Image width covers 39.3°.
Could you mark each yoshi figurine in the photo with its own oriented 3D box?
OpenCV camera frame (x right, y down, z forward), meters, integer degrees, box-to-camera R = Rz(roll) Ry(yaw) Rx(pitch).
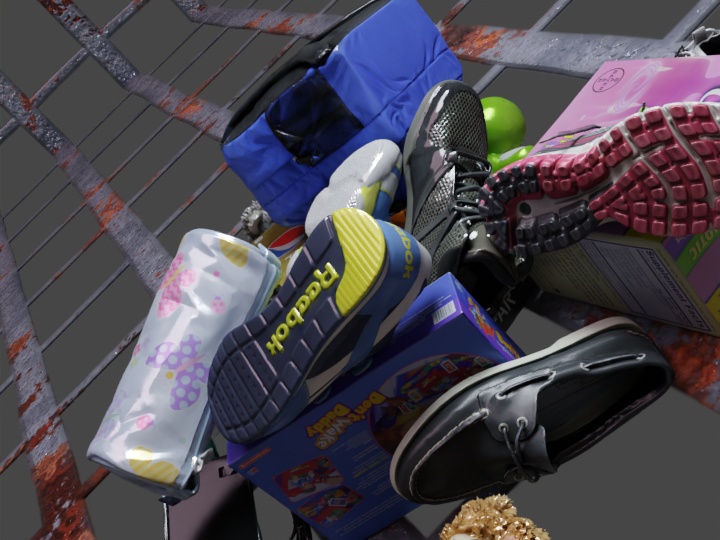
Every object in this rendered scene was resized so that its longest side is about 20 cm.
[{"bbox_3d":[0.091,-0.106,0.980,0.200,0.112,0.112,-15,31,39],"label":"yoshi figurine"}]

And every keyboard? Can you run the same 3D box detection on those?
[{"bbox_3d":[-0.085,0.224,0.769,0.127,0.021,0.200,-17,48,2],"label":"keyboard"}]

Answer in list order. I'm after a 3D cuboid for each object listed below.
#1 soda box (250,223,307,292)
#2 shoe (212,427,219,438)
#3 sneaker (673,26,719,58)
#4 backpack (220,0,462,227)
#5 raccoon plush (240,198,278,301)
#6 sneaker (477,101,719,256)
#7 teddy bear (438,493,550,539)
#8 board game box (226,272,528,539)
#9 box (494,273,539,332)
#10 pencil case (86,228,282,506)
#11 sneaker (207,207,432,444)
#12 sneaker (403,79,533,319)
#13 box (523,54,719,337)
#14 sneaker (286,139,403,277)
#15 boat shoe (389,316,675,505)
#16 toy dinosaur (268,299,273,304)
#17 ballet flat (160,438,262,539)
[{"bbox_3d":[-0.041,0.004,0.929,0.068,0.064,0.200,-40,24,-6],"label":"soda box"},{"bbox_3d":[-0.166,0.111,1.025,0.200,0.091,0.071,-51,27,-15],"label":"shoe"},{"bbox_3d":[0.284,-0.167,0.824,0.200,0.082,0.075,-1,48,53],"label":"sneaker"},{"bbox_3d":[-0.018,-0.119,0.895,0.200,0.168,0.163,-27,10,41],"label":"backpack"},{"bbox_3d":[-0.119,-0.001,1.076,0.200,0.134,0.097,-35,28,15],"label":"raccoon plush"},{"bbox_3d":[0.169,-0.066,0.628,0.200,0.081,0.075,-7,20,42],"label":"sneaker"},{"bbox_3d":[0.032,0.221,0.619,0.200,0.067,0.145,-32,30,21],"label":"teddy bear"},{"bbox_3d":[0.024,0.107,0.718,0.200,0.134,0.045,-34,34,16],"label":"board game box"},{"bbox_3d":[0.045,0.040,0.878,0.200,0.044,0.160,-1,43,54],"label":"box"},{"bbox_3d":[-0.128,0.069,0.753,0.091,0.083,0.200,-1,62,45],"label":"pencil case"},{"bbox_3d":[-0.027,0.045,0.661,0.200,0.082,0.074,-46,61,28],"label":"sneaker"},{"bbox_3d":[0.080,-0.047,0.737,0.114,0.076,0.200,-6,70,57],"label":"sneaker"},{"bbox_3d":[0.220,-0.064,0.745,0.176,0.097,0.200,-49,28,-13],"label":"box"},{"bbox_3d":[0.000,0.000,0.802,0.200,0.105,0.076,-60,24,7],"label":"sneaker"},{"bbox_3d":[0.115,0.101,0.653,0.199,0.075,0.066,-24,27,-11],"label":"boat shoe"},{"bbox_3d":[-0.125,0.073,0.899,0.200,0.105,0.182,-50,1,34],"label":"toy dinosaur"},{"bbox_3d":[-0.131,0.208,0.858,0.067,0.070,0.200,-9,43,-23],"label":"ballet flat"}]
